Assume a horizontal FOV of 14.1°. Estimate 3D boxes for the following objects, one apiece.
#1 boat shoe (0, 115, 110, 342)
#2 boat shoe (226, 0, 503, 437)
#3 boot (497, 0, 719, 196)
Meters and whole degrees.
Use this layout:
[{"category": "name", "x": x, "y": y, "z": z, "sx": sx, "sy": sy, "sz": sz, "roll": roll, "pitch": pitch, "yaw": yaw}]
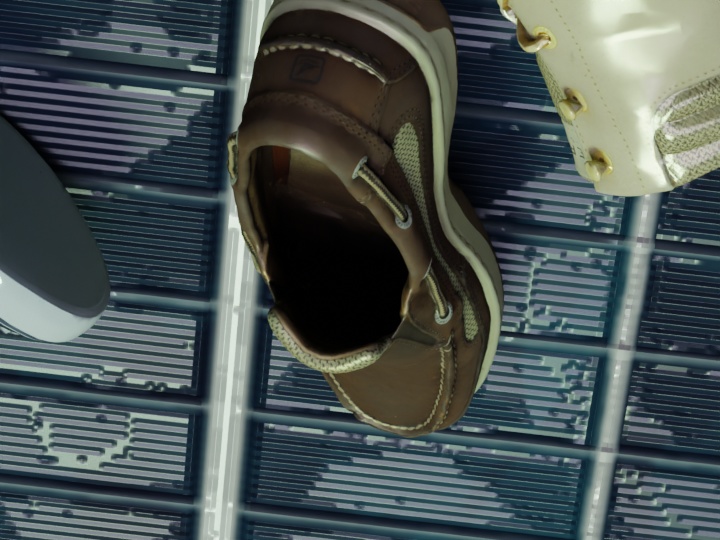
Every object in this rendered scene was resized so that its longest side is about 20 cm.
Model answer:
[{"category": "boat shoe", "x": -0.176, "y": -0.029, "z": 0.900, "sx": 0.200, "sy": 0.071, "sz": 0.091, "roll": 39, "pitch": 118, "yaw": -11}, {"category": "boat shoe", "x": -0.006, "y": -0.001, "z": 0.862, "sx": 0.074, "sy": 0.075, "sz": 0.203, "roll": 11, "pitch": 146, "yaw": 19}, {"category": "boot", "x": 0.038, "y": -0.090, "z": 0.844, "sx": 0.199, "sy": 0.073, "sz": 0.156, "roll": -13, "pitch": 121, "yaw": 9}]
